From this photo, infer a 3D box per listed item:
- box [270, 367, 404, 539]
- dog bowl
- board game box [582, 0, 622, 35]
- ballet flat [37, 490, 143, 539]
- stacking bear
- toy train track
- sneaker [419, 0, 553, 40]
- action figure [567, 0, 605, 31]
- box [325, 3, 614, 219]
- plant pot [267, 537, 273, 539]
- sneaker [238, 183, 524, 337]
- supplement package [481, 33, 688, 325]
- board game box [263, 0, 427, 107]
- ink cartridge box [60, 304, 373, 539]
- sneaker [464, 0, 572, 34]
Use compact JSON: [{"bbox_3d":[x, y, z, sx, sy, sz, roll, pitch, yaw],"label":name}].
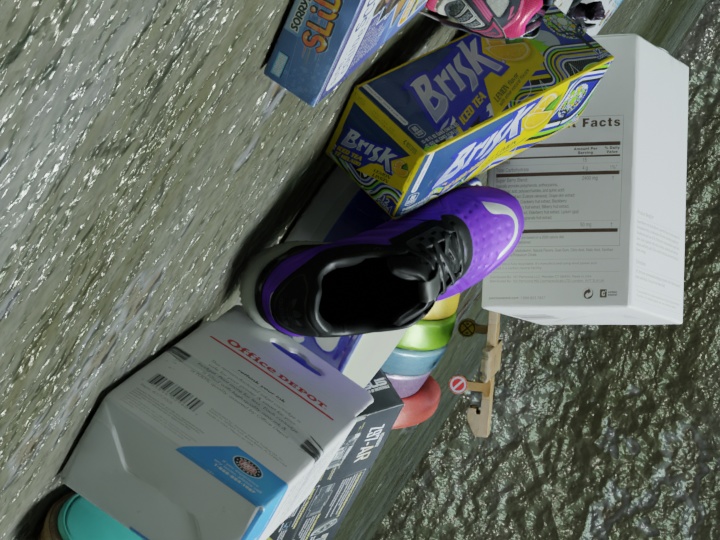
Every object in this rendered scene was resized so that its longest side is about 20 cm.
[{"bbox_3d":[-0.071,0.162,1.770,0.160,0.044,0.200,-16,148,-33],"label":"box"},{"bbox_3d":[0.000,0.000,1.666,0.200,0.079,0.200,-55,171,-13],"label":"dog bowl"},{"bbox_3d":[0.220,-0.272,2.079,0.126,0.035,0.200,-51,171,-29],"label":"board game box"},{"bbox_3d":[-0.161,0.163,1.463,0.072,0.068,0.200,-39,-178,18],"label":"ballet flat"},{"bbox_3d":[0.029,0.009,1.820,0.114,0.121,0.200,-57,168,-68],"label":"stacking bear"},{"bbox_3d":[0.091,0.025,1.814,0.115,0.032,0.201,-17,112,-82],"label":"toy train track"},{"bbox_3d":[0.092,-0.181,1.529,0.081,0.075,0.200,-59,172,20],"label":"sneaker"},{"bbox_3d":[0.163,-0.214,1.859,0.200,0.069,0.130,-56,-178,24],"label":"action figure"},{"bbox_3d":[0.073,-0.109,1.558,0.200,0.070,0.064,-29,156,-41],"label":"box"},{"bbox_3d":[-0.134,0.254,1.567,0.201,0.200,0.185,109,6,-60],"label":"plant pot"},{"bbox_3d":[0.032,0.002,1.510,0.200,0.070,0.099,-20,-163,-24],"label":"sneaker"},{"bbox_3d":[0.169,-0.064,1.773,0.121,0.119,0.201,16,75,-62],"label":"supplement package"},{"bbox_3d":[0.027,-0.193,1.226,0.135,0.034,0.200,-46,167,-49],"label":"board game box"},{"bbox_3d":[-0.081,0.101,1.450,0.068,0.116,0.200,-59,171,24],"label":"ink cartridge box"},{"bbox_3d":[0.105,-0.172,1.683,0.116,0.074,0.201,3,110,-79],"label":"sneaker"}]
